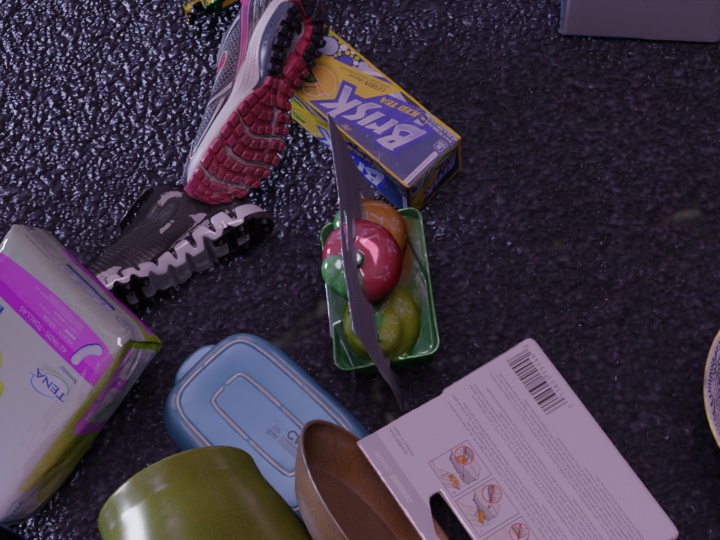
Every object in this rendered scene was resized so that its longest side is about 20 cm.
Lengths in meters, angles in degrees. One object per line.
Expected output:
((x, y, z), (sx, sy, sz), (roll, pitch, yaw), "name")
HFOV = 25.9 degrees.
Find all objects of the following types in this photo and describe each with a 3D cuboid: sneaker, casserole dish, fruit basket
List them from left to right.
((-0.180, -0.024, 1.344), (0.200, 0.066, 0.091), (-28, 64, -12), "sneaker")
((-0.097, -0.149, 1.332), (0.075, 0.081, 0.200), (18, 77, 36), "sneaker")
((-0.076, 0.131, 1.283), (0.200, 0.039, 0.121), (42, 76, 17), "casserole dish")
((0.000, 0.000, 1.248), (0.094, 0.200, 0.186), (-13, 66, 14), "fruit basket")

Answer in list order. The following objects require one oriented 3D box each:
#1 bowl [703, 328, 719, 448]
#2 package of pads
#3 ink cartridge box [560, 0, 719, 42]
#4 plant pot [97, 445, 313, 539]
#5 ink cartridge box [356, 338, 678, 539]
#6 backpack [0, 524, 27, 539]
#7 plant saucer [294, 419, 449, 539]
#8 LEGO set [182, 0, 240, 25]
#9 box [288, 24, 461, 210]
((0.364, 0.113, 1.232), (0.200, 0.094, 0.201), (-1, 67, 2), "bowl")
((-0.271, 0.088, 1.264), (0.154, 0.068, 0.200), (42, 101, 19), "package of pads")
((0.258, -0.329, 1.400), (0.146, 0.146, 0.200), (3, 67, 4), "ink cartridge box")
((-0.104, 0.242, 1.161), (0.200, 0.200, 0.193), (-25, 61, -7), "plant pot")
((0.121, 0.177, 1.236), (0.176, 0.045, 0.200), (-29, 68, -17), "ink cartridge box")
((-0.322, 0.271, 1.150), (0.147, 0.200, 0.183), (-5, 67, 1), "backpack")
((0.012, 0.201, 1.175), (0.035, 0.200, 0.200), (-41, 69, 13), "plant saucer")
((-0.097, -0.320, 1.414), (0.200, 0.154, 0.116), (-29, 95, 3), "LEGO set")
((-0.005, -0.140, 1.380), (0.200, 0.064, 0.070), (41, 76, 19), "box")
